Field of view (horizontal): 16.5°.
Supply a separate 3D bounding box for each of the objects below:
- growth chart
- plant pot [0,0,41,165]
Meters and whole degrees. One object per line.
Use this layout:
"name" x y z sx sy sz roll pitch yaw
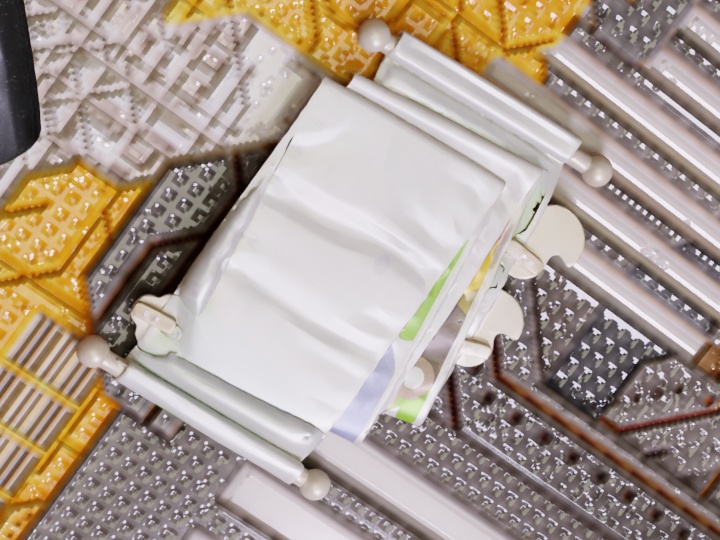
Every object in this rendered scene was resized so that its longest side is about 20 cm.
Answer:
"growth chart" 0.000 0.000 1.013 0.144 0.018 0.200 38 96 -21
"plant pot" -0.213 -0.110 0.844 0.199 0.200 0.178 -25 122 -5
